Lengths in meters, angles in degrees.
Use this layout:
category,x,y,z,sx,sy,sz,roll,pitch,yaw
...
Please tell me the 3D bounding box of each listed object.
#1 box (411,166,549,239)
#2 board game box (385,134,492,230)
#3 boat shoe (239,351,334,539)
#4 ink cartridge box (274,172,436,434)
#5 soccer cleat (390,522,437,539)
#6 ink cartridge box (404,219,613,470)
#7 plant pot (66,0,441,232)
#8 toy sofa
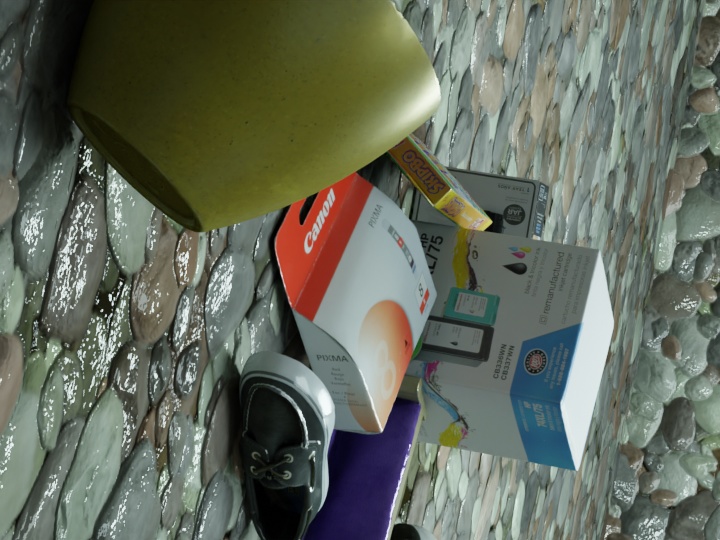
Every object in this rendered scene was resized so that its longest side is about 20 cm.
category,x,y,z,sx,sy,sz,roll,pitch,yaw
box,0.097,0.010,2.022,0.060,0.116,0.201,12,86,-78
board game box,0.054,-0.082,1.851,0.030,0.096,0.200,-43,165,8
boat shoe,-0.056,0.136,1.619,0.201,0.068,0.057,84,22,-52
ink cartridge box,0.000,0.000,1.719,0.163,0.050,0.201,-66,152,-42
soccer cleat,0.009,0.303,1.823,0.086,0.070,0.200,38,86,-39
ink cartridge box,0.098,0.061,1.888,0.146,0.199,0.147,68,34,-60
plant pot,-0.077,-0.107,1.209,0.142,0.200,0.200,-47,156,-12
toy sofa,-0.011,0.173,1.777,0.098,0.082,0.201,73,30,-61
